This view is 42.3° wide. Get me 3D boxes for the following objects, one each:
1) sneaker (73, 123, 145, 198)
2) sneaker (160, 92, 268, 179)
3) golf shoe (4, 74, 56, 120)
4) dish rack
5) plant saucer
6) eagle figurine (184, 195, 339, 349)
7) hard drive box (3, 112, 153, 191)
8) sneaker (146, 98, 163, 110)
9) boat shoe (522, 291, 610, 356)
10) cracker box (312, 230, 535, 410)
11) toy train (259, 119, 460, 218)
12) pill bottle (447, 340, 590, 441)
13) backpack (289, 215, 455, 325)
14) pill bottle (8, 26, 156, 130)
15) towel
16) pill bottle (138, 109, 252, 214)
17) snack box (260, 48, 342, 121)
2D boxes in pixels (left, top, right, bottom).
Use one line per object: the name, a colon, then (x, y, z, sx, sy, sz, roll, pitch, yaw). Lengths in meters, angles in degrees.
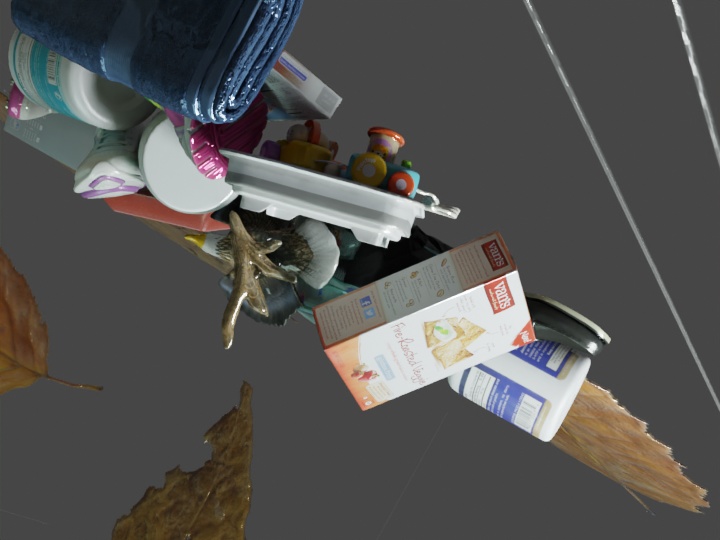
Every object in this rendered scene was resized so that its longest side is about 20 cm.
sneaker: (-0.270, -0.131, 1.005, 0.074, 0.101, 0.200, -6, -169, -6)
sneaker: (-0.142, -0.169, 0.790, 0.088, 0.081, 0.201, 40, 152, 39)
golf shoe: (-0.364, -0.226, 1.140, 0.091, 0.076, 0.200, 21, -154, -5)
dish rack: (-0.030, -0.056, 0.805, 0.170, 0.044, 0.200, 15, -178, 4)
plant saucer: (-0.232, -0.089, 1.292, 0.198, 0.037, 0.199, 12, -169, 25)
eagle figurine: (-0.109, -0.019, 0.969, 0.151, 0.152, 0.200, 45, -176, -2)
hard drive box: (-0.351, -0.184, 1.265, 0.199, 0.077, 0.156, 28, -164, 20)
sneaker: (-0.222, -0.228, 0.825, 0.083, 0.074, 0.200, 17, 153, 49)
boat shoe: (0.180, 0.055, 1.037, 0.200, 0.063, 0.074, 23, 165, 34)
cracker box: (0.067, 0.054, 0.931, 0.134, 0.199, 0.058, 62, -174, -52)
toy train: (-0.005, -0.101, 0.859, 0.199, 0.056, 0.150, 16, -179, 37)
pill bottle: (0.178, 0.118, 1.185, 0.199, 0.120, 0.120, 29, 171, 18)
backpack: (0.000, 0.000, 1.046, 0.175, 0.154, 0.200, 23, -174, -40)
pill bottle: (-0.300, -0.219, 0.986, 0.199, 0.111, 0.111, 23, 168, 44)
towel: (-0.144, -0.179, 0.642, 0.199, 0.112, 0.049, 27, 177, 21)
pill bottle: (-0.169, -0.119, 0.959, 0.113, 0.114, 0.200, 33, -176, -12)
snack box: (-0.093, -0.167, 0.857, 0.072, 0.024, 0.200, 35, 170, -28)
